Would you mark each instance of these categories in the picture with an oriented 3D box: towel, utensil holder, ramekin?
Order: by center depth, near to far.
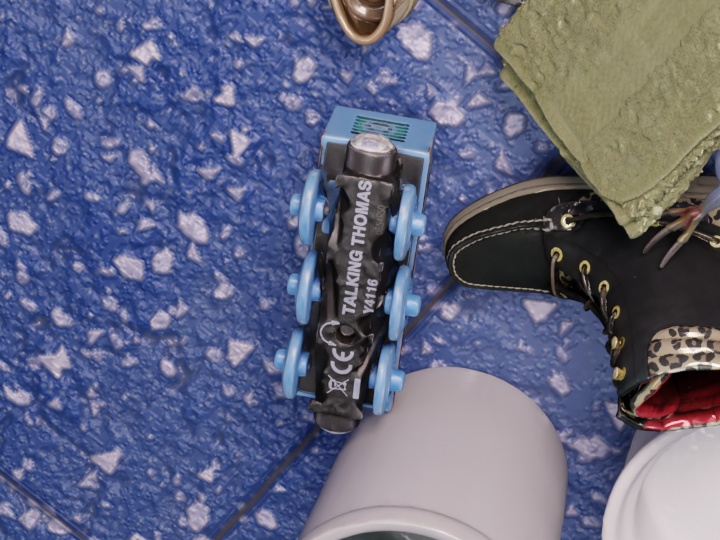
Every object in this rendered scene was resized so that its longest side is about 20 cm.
[{"bbox_3d":[0.162,-0.131,0.917,0.149,0.036,0.200,54,133,19],"label":"towel"},{"bbox_3d":[0.256,0.153,1.072,0.198,0.098,0.203,5,115,11],"label":"ramekin"},{"bbox_3d":[0.046,0.178,1.078,0.168,0.200,0.172,5,115,11],"label":"utensil holder"}]

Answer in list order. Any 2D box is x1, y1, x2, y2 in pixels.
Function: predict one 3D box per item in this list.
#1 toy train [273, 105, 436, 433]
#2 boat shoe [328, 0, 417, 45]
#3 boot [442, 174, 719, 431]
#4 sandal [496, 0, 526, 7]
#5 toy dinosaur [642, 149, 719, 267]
[{"bbox_3d":[0.000,0.000,1.054,0.086,0.114,0.202,10,116,6],"label":"toy train"},{"bbox_3d":[0.002,-0.232,0.973,0.070,0.065,0.202,-3,114,15],"label":"boat shoe"},{"bbox_3d":[0.143,0.019,1.000,0.201,0.155,0.074,-5,136,14],"label":"boot"},{"bbox_3d":[0.149,-0.162,0.979,0.198,0.048,0.076,14,117,7],"label":"sandal"},{"bbox_3d":[0.237,-0.088,0.942,0.181,0.105,0.201,39,128,12],"label":"toy dinosaur"}]
